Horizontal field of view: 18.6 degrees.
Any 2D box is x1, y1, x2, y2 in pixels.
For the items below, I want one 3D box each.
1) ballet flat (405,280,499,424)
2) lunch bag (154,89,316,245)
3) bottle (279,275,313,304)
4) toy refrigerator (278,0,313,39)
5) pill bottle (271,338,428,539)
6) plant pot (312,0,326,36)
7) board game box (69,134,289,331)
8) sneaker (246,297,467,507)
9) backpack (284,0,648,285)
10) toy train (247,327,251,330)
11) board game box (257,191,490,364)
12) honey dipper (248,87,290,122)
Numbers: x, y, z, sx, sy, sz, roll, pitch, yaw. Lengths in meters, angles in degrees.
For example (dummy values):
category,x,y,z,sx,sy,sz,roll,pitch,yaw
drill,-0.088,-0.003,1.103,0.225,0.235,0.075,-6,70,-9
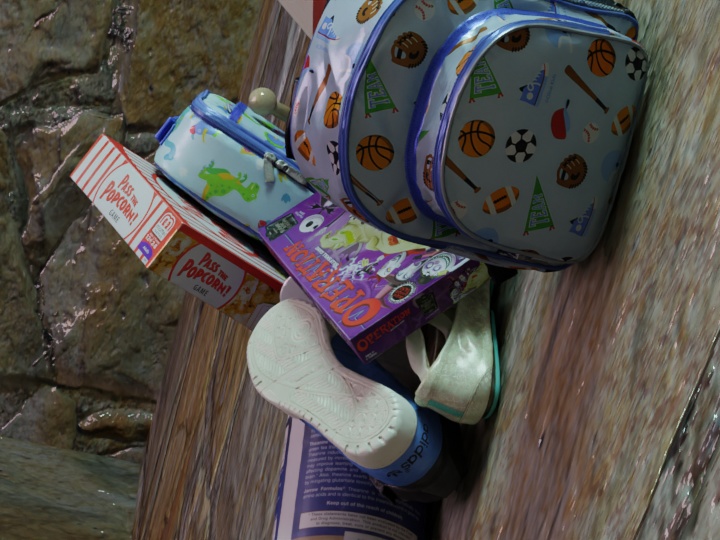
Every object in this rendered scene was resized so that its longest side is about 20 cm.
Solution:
category,x,y,z,sx,sy,sz,roll,pitch,yaw
ballet flat,0.063,0.023,1.527,0.200,0.062,0.068,-89,14,-51
lunch bag,-0.086,-0.078,1.780,0.083,0.161,0.200,-57,3,4
bottle,0.000,0.000,1.693,0.200,0.065,0.084,-30,-49,-64
toy refrigerator,0.030,-0.262,1.725,0.200,0.076,0.070,-45,15,-19
pill bottle,-0.003,0.149,1.619,0.111,0.111,0.200,116,163,-58
plant pot,0.047,-0.215,1.580,0.201,0.200,0.196,-95,11,-62
board game box,-0.116,-0.014,1.719,0.046,0.200,0.152,-52,43,7
sneaker,0.001,0.097,1.550,0.077,0.111,0.200,-51,39,-2
backpack,0.061,-0.091,1.283,0.154,0.190,0.200,23,102,65
toy train,-0.064,0.051,1.887,0.085,0.116,0.200,-50,-15,3
board game box,0.012,-0.015,1.553,0.120,0.032,0.200,-38,31,-4
honey dipper,-0.019,-0.106,1.817,0.038,0.200,0.038,-23,55,38
